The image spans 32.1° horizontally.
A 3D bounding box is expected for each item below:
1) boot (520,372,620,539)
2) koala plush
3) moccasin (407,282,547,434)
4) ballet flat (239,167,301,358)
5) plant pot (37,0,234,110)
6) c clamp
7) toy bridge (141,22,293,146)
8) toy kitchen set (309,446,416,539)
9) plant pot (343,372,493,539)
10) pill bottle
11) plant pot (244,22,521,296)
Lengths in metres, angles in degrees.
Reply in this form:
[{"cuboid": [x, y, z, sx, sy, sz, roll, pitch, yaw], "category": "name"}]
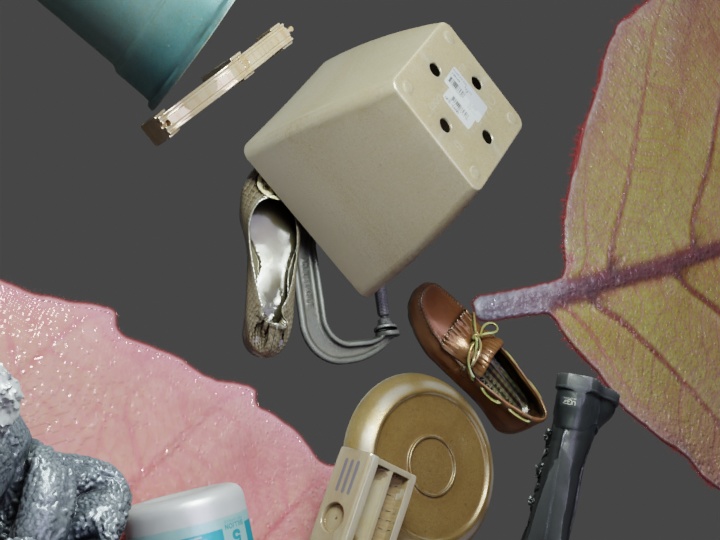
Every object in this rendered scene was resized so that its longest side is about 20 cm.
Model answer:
[{"cuboid": [0.235, 0.226, 1.398, 0.165, 0.065, 0.202, 29, 69, -62], "category": "boot"}, {"cuboid": [-0.294, 0.163, 0.987, 0.201, 0.177, 0.184, 56, 43, -10], "category": "koala plush"}, {"cuboid": [0.127, 0.094, 1.351, 0.074, 0.078, 0.202, -42, 100, -36], "category": "moccasin"}, {"cuboid": [-0.088, -0.014, 1.240, 0.067, 0.046, 0.202, 8, 74, -18], "category": "ballet flat"}, {"cuboid": [-0.215, -0.285, 1.143, 0.195, 0.200, 0.201, 34, 61, -15], "category": "plant pot"}, {"cuboid": [0.000, 0.000, 1.317, 0.170, 0.027, 0.202, 6, 75, -35], "category": "c clamp"}, {"cuboid": [-0.131, -0.195, 1.246, 0.200, 0.067, 0.027, -45, 105, -34], "category": "toy bridge"}, {"cuboid": [0.018, 0.258, 1.121, 0.163, 0.199, 0.182, 32, 71, -41], "category": "toy kitchen set"}, {"cuboid": [0.070, 0.206, 1.316, 0.199, 0.027, 0.202, 10, 72, -34], "category": "plant pot"}, {"cuboid": [-0.137, 0.295, 1.093, 0.110, 0.111, 0.202, -9, 85, -37], "category": "pill bottle"}, {"cuboid": [0.041, -0.130, 1.260, 0.200, 0.177, 0.200, 50, 45, -13], "category": "plant pot"}]
